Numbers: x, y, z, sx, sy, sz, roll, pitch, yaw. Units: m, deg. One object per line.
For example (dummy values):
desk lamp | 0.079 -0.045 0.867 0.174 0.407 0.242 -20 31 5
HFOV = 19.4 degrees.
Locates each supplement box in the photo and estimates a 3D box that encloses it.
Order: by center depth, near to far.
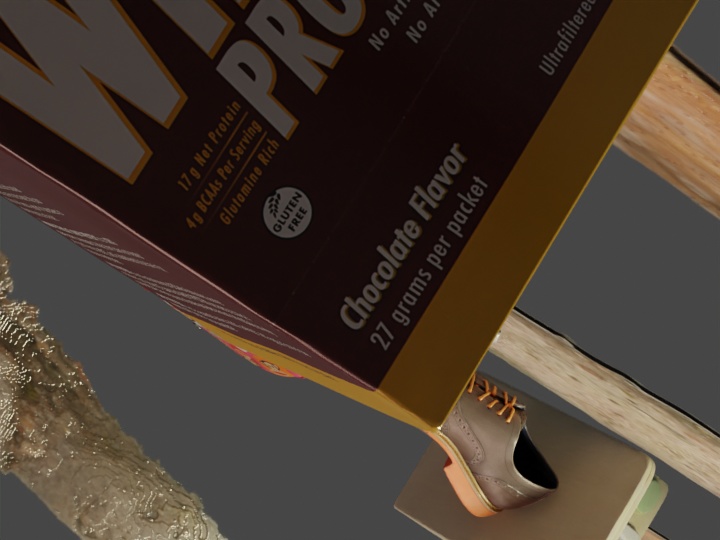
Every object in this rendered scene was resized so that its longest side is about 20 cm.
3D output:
supplement box | -0.056 -0.077 0.560 0.200 0.133 0.197 34 174 -18

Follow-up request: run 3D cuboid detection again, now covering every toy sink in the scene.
toy sink | 0.149 0.184 1.624 0.200 0.131 0.112 24 170 47

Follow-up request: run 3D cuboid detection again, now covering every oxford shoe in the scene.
oxford shoe | 0.080 0.092 1.526 0.073 0.071 0.200 -13 126 30

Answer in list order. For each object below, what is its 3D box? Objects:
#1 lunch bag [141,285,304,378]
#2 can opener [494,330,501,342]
lunch bag | -0.124 0.011 1.892 0.176 0.082 0.200 40 169 -30
can opener | 0.000 0.000 1.202 0.200 0.067 0.053 36 172 -31
